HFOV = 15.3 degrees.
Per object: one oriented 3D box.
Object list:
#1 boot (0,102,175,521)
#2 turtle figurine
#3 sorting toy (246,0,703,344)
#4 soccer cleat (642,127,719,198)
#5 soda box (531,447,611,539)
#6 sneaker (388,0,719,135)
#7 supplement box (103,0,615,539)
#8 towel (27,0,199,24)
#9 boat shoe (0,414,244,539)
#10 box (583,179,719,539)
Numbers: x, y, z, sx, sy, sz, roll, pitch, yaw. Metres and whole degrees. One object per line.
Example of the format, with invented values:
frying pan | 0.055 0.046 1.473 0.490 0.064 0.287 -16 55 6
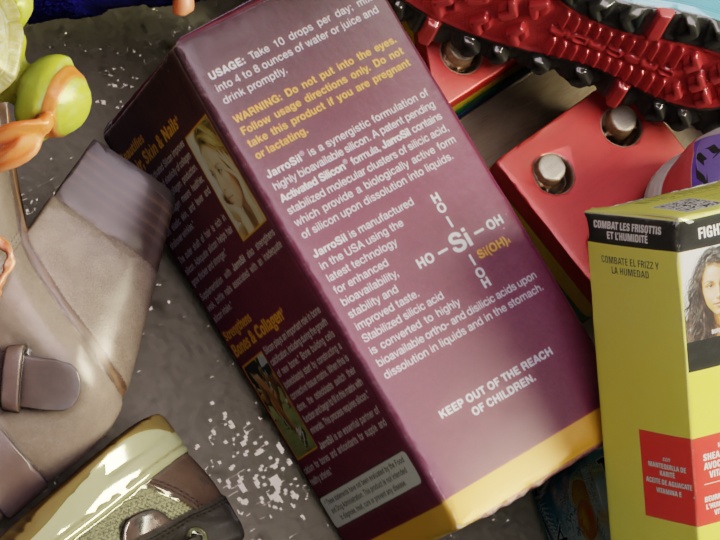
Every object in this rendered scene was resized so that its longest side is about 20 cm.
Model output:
boot | -0.169 -0.005 0.978 0.200 0.070 0.146 30 77 10
turtle figurine | -0.158 -0.075 0.920 0.161 0.064 0.200 26 93 7
sorting toy | 0.092 -0.087 1.077 0.200 0.070 0.199 -35 84 -24
soccer cleat | 0.176 0.036 0.986 0.068 0.073 0.200 -28 84 -24
soda box | 0.172 0.087 1.044 0.200 0.064 0.068 -12 75 -21
sneaker | 0.078 -0.125 1.019 0.200 0.079 0.096 24 51 -13
supplement box | 0.000 0.000 0.990 0.086 0.110 0.200 -29 86 -24
towel | -0.068 -0.166 0.996 0.050 0.200 0.148 39 59 -42
boat shoe | -0.118 0.133 0.936 0.065 0.073 0.200 42 65 6
box | 0.127 0.071 0.943 0.075 0.050 0.200 -12 103 -35
